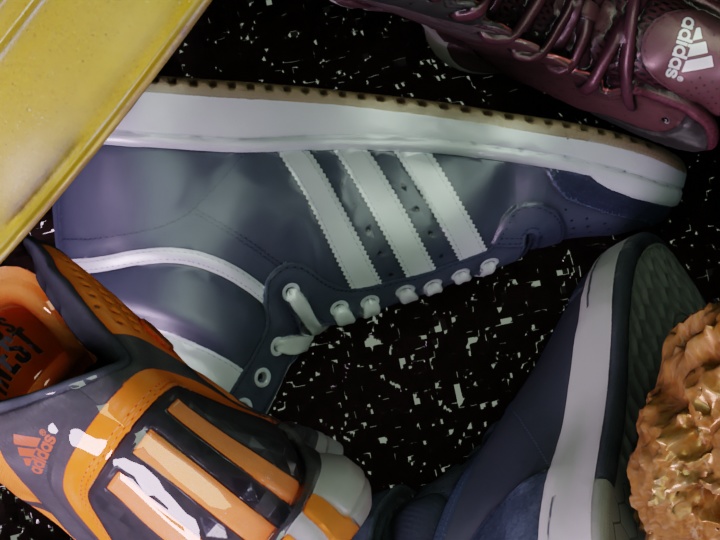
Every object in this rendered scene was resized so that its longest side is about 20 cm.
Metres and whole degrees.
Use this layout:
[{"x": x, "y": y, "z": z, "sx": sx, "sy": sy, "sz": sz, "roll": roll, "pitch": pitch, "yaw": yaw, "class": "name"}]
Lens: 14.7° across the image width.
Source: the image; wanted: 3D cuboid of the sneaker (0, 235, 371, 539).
[{"x": -0.065, "y": 0.041, "z": 0.748, "sx": 0.112, "sy": 0.200, "sz": 0.078, "roll": 40, "pitch": 77, "yaw": -5, "class": "sneaker"}]

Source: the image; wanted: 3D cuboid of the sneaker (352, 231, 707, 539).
[{"x": 0.034, "y": 0.070, "z": 0.832, "sx": 0.146, "sy": 0.202, "sz": 0.077, "roll": -26, "pitch": 109, "yaw": 27, "class": "sneaker"}]

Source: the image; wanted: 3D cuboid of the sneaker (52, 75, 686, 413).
[{"x": 0.000, "y": 0.000, "z": 0.865, "sx": 0.200, "sy": 0.070, "sz": 0.109, "roll": 5, "pitch": 91, "yaw": -13, "class": "sneaker"}]

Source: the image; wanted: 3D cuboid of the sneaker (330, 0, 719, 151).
[{"x": 0.060, "y": -0.087, "z": 0.803, "sx": 0.115, "sy": 0.200, "sz": 0.076, "roll": 26, "pitch": 93, "yaw": 22, "class": "sneaker"}]

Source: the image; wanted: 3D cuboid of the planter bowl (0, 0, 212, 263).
[{"x": -0.097, "y": -0.082, "z": 0.733, "sx": 0.083, "sy": 0.200, "sz": 0.200, "roll": 37, "pitch": 81, "yaw": -13, "class": "planter bowl"}]

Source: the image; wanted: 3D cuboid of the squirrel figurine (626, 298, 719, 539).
[{"x": 0.180, "y": 0.055, "z": 0.718, "sx": 0.200, "sy": 0.187, "sz": 0.142, "roll": 30, "pitch": 69, "yaw": -37, "class": "squirrel figurine"}]
